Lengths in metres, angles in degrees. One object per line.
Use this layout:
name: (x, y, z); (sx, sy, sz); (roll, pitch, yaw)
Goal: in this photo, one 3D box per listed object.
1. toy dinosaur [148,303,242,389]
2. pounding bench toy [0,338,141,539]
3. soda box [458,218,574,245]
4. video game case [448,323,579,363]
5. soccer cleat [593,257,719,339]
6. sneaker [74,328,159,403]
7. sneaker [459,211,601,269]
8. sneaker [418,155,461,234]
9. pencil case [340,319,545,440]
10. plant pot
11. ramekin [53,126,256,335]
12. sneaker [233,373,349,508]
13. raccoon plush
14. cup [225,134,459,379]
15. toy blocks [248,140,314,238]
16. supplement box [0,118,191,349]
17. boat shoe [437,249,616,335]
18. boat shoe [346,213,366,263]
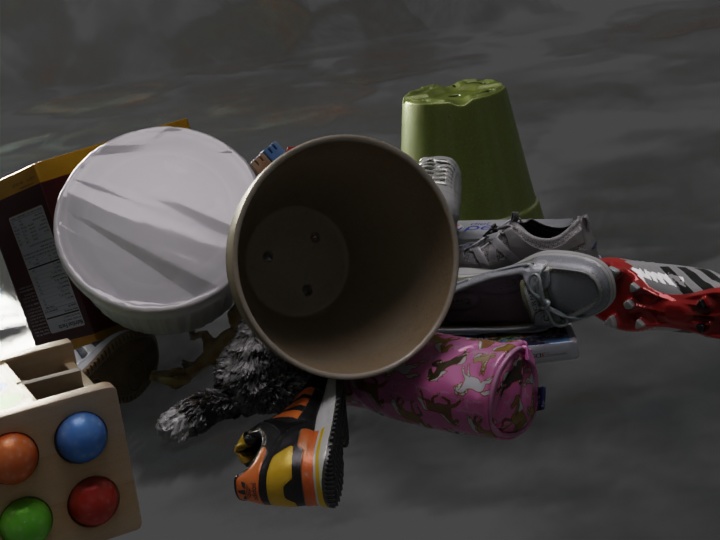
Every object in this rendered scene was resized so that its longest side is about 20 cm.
toy dinosaur: (-0.117, 0.063, 1.495); (0.200, 0.058, 0.101); (-34, 20, -2)
pounding bench toy: (-0.294, 0.157, 1.181); (0.199, 0.125, 0.156); (-15, 19, -22)
soda box: (0.134, -0.016, 1.636); (0.199, 0.064, 0.068); (-1, 20, 23)
video game case: (0.115, 0.056, 1.488); (0.181, 0.023, 0.200); (-7, 16, 3)
soccer cleat: (0.299, 0.025, 1.440); (0.199, 0.069, 0.085); (10, 16, 37)
sneaker: (-0.286, 0.105, 1.433); (0.108, 0.070, 0.200); (4, 24, 29)
sneaker: (0.152, -0.023, 1.549); (0.199, 0.082, 0.075); (-3, 17, 16)
sneaker: (0.072, -0.079, 1.545); (0.076, 0.081, 0.200); (12, 6, 2)
pencil case: (0.062, 0.091, 1.302); (0.199, 0.083, 0.086); (7, 17, 42)
plant pot: (0.121, -0.121, 1.765); (0.199, 0.191, 0.200); (-7, 16, 2)
ramekin: (-0.190, -0.030, 1.444); (0.201, 0.203, 0.094); (-11, -26, -8)
sneaker: (-0.058, 0.133, 1.240); (0.089, 0.070, 0.200); (-4, 20, 3)
raccoon plush: (-0.101, 0.065, 1.365); (0.096, 0.135, 0.200); (7, 22, 36)
cup: (-0.035, -0.009, 1.289); (0.199, 0.201, 0.143); (-15, 4, -22)
toy blocks: (-0.075, -0.064, 1.511); (0.200, 0.137, 0.100); (-36, 6, 42)
supplement box: (-0.259, -0.030, 1.583); (0.197, 0.201, 0.132); (-23, 6, -39)
boat shoe: (0.141, 0.028, 1.411); (0.201, 0.075, 0.065); (-4, 23, 28)
boat shoe: (0.000, 0.000, 1.433); (0.060, 0.202, 0.072); (-14, 44, -25)
